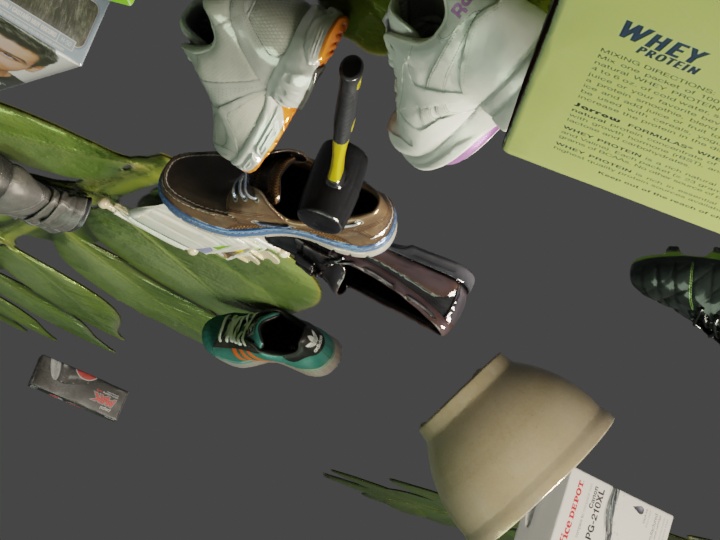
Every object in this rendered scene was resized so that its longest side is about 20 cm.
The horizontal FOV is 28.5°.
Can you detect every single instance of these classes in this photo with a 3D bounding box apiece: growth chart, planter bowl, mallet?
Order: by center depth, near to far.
[{"bbox_3d":[-0.011,-0.099,0.988,0.041,0.066,0.201,19,151,2],"label":"mallet"},{"bbox_3d":[-0.168,-0.041,1.443,0.144,0.018,0.199,30,163,-32],"label":"growth chart"},{"bbox_3d":[0.146,0.172,1.475,0.135,0.200,0.200,47,167,5],"label":"planter bowl"}]

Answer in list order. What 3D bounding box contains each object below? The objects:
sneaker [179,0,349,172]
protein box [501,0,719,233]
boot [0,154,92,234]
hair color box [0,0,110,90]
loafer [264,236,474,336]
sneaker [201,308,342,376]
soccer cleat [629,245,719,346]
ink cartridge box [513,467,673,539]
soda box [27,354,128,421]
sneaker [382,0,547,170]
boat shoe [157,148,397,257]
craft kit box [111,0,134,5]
[{"bbox_3d":[-0.075,-0.132,0.899,0.091,0.076,0.200,31,157,-7],"label":"sneaker"},{"bbox_3d":[0.174,-0.100,0.504,0.197,0.136,0.200,21,166,4],"label":"protein box"},{"bbox_3d":[-0.386,-0.076,1.536,0.131,0.071,0.199,26,170,-40],"label":"boot"},{"bbox_3d":[-0.263,-0.180,0.989,0.099,0.061,0.199,30,163,-31],"label":"hair color box"},{"bbox_3d":[0.000,0.000,1.258,0.198,0.064,0.072,18,165,13],"label":"loafer"},{"bbox_3d":[-0.120,0.075,1.705,0.198,0.072,0.080,5,155,33],"label":"sneaker"},{"bbox_3d":[0.277,0.041,0.976,0.198,0.082,0.068,18,165,14],"label":"soccer cleat"},{"bbox_3d":[0.324,0.374,1.986,0.199,0.146,0.084,28,163,-25],"label":"ink cartridge box"},{"bbox_3d":[-0.592,0.247,2.979,0.198,0.071,0.063,25,166,-13],"label":"soda box"},{"bbox_3d":[0.051,-0.118,0.788,0.100,0.075,0.200,43,162,-8],"label":"sneaker"},{"bbox_3d":[-0.068,-0.066,1.123,0.197,0.073,0.073,9,159,7],"label":"boat shoe"},{"bbox_3d":[-0.234,-0.235,0.787,0.198,0.049,0.198,18,168,15],"label":"craft kit box"}]
